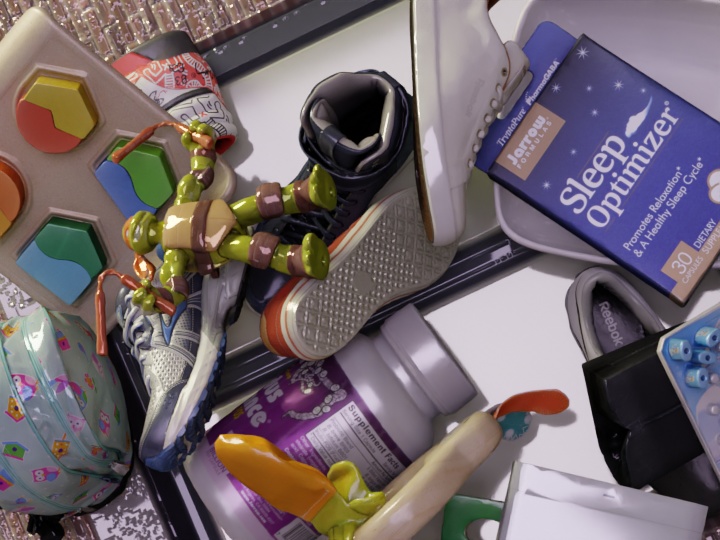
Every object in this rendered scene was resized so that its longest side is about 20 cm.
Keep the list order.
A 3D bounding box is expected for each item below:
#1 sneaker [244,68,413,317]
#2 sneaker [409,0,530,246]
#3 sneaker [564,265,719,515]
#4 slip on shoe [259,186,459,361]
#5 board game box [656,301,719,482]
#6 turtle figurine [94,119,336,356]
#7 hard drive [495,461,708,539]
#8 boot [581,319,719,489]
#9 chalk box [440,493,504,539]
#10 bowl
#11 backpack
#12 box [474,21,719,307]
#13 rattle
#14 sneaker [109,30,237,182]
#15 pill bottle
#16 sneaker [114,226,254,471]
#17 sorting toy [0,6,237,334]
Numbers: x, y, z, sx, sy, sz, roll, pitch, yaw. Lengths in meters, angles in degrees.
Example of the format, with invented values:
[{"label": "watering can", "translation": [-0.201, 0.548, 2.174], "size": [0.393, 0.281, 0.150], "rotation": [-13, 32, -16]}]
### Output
[{"label": "sneaker", "translation": [-0.031, -0.057, 1.430], "size": [0.077, 0.146, 0.202], "rotation": [34, 90, 9]}, {"label": "sneaker", "translation": [0.078, -0.116, 1.376], "size": [0.085, 0.073, 0.200], "rotation": [0, 79, -3]}, {"label": "sneaker", "translation": [0.205, 0.086, 1.408], "size": [0.074, 0.089, 0.200], "rotation": [-33, 81, 1]}, {"label": "slip on shoe", "translation": [0.000, 0.000, 1.417], "size": [0.200, 0.061, 0.074], "rotation": [-40, 109, -38]}, {"label": "board game box", "translation": [0.325, 0.089, 1.339], "size": [0.200, 0.026, 0.200], "rotation": [-29, 98, -16]}, {"label": "turtle figurine", "translation": [-0.102, -0.019, 1.365], "size": [0.161, 0.064, 0.200], "rotation": [-1, 53, 18]}, {"label": "hard drive", "translation": [0.143, 0.238, 1.306], "size": [0.132, 0.026, 0.200], "rotation": [13, 83, 0]}, {"label": "boot", "translation": [0.263, 0.105, 1.361], "size": [0.200, 0.066, 0.165], "rotation": [-23, 95, -21]}, {"label": "chalk box", "translation": [0.078, 0.260, 1.385], "size": [0.125, 0.124, 0.200], "rotation": [8, 83, 10]}, {"label": "bowl", "translation": [0.200, -0.098, 1.439], "size": [0.200, 0.075, 0.200], "rotation": [7, 84, 8]}, {"label": "backpack", "translation": [-0.236, 0.098, 1.409], "size": [0.127, 0.200, 0.167], "rotation": [-32, 79, 3]}, {"label": "box", "translation": [0.177, -0.079, 1.388], "size": [0.200, 0.032, 0.121], "rotation": [34, 89, 12]}, {"label": "rattle", "translation": [0.023, 0.109, 1.346], "size": [0.143, 0.130, 0.200], "rotation": [42, 79, 16]}, {"label": "sneaker", "translation": [-0.191, -0.087, 1.494], "size": [0.201, 0.067, 0.108], "rotation": [-31, 77, 0]}, {"label": "pill bottle", "translation": [-0.019, 0.114, 1.422], "size": [0.200, 0.112, 0.112], "rotation": [-37, 79, 1]}, {"label": "sneaker", "translation": [-0.136, 0.050, 1.401], "size": [0.085, 0.077, 0.200], "rotation": [13, 56, 1]}, {"label": "sorting toy", "translation": [-0.219, -0.065, 1.458], "size": [0.200, 0.036, 0.185], "rotation": [41, 110, -7]}]
